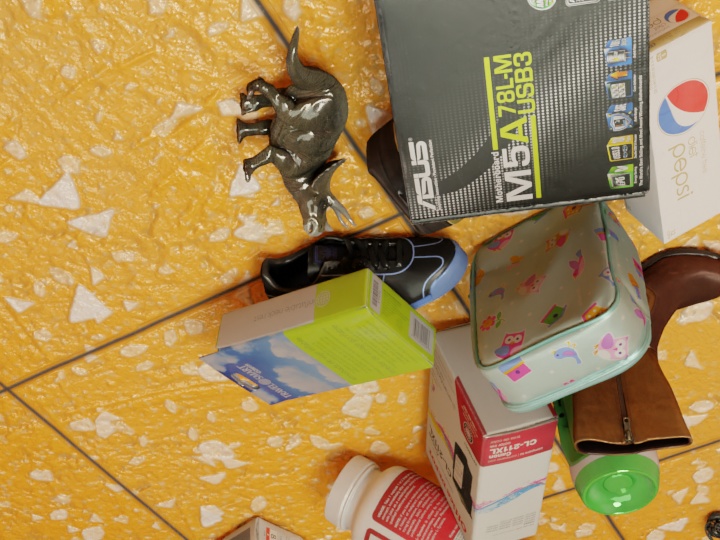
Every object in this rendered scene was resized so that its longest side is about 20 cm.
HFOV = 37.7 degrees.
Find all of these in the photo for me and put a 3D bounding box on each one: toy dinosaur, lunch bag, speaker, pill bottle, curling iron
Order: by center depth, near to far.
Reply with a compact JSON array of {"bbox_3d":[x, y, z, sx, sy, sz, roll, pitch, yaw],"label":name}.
[{"bbox_3d":[-0.051,-0.128,0.898,0.101,0.077,0.202,-3,129,-15],"label":"toy dinosaur"},{"bbox_3d":[0.172,0.027,0.951,0.160,0.201,0.077,-31,116,24],"label":"lunch bag"},{"bbox_3d":[0.239,0.138,1.049,0.087,0.201,0.089,-1,133,-1],"label":"speaker"},{"bbox_3d":[0.062,0.295,1.204,0.199,0.112,0.113,26,138,23],"label":"pill bottle"},{"bbox_3d":[0.536,0.322,1.344,0.197,0.026,0.050,-8,96,1],"label":"curling iron"}]

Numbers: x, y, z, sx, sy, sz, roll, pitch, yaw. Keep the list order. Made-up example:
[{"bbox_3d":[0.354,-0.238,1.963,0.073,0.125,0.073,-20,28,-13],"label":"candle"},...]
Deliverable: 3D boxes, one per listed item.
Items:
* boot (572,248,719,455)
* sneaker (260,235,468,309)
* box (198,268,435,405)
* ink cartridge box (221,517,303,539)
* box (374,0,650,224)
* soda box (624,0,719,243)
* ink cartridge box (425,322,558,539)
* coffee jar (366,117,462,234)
[{"bbox_3d":[0.279,0.074,0.991,0.186,0.201,0.069,-6,133,4],"label":"boot"},{"bbox_3d":[0.000,0.000,1.005,0.198,0.071,0.078,-17,139,15],"label":"sneaker"},{"bbox_3d":[-0.042,0.069,1.011,0.198,0.048,0.122,-17,141,31],"label":"box"},{"bbox_3d":[-0.117,0.409,1.408,0.162,0.051,0.199,-36,133,27],"label":"ink cartridge box"},{"bbox_3d":[0.117,-0.137,0.790,0.191,0.048,0.202,-7,126,5],"label":"box"},{"bbox_3d":[0.256,-0.124,0.888,0.068,0.064,0.201,-28,131,-7],"label":"soda box"},{"bbox_3d":[0.132,0.175,1.109,0.082,0.146,0.201,-13,134,-13],"label":"ink cartridge box"},{"bbox_3d":[0.106,-0.114,0.891,0.199,0.086,0.104,-28,127,21],"label":"coffee jar"}]
